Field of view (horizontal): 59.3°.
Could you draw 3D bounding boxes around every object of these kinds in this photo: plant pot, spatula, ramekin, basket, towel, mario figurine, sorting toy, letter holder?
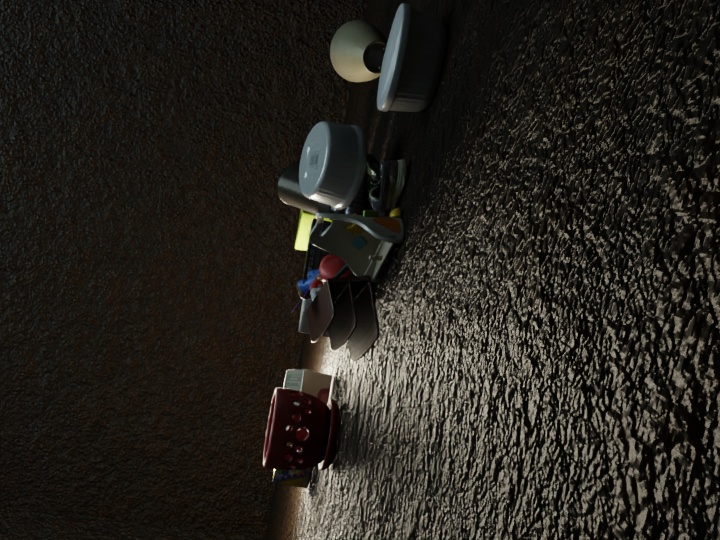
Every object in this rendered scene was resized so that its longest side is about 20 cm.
[{"bbox_3d":[-0.130,-0.194,2.304,0.200,0.178,0.202,109,168,-48],"label":"plant pot"},{"bbox_3d":[-0.078,0.026,1.409,0.199,0.021,0.057,-36,2,-4],"label":"spatula"},{"bbox_3d":[-0.071,-0.253,1.494,0.200,0.096,0.204,-31,54,56],"label":"ramekin"},{"bbox_3d":[0.100,-0.405,1.236,0.202,0.093,0.206,-169,90,-82],"label":"ramekin"},{"bbox_3d":[-0.151,0.418,1.640,0.200,0.179,0.204,-169,90,-83],"label":"plant pot"},{"bbox_3d":[-0.110,-0.221,1.808,0.199,0.179,0.138,28,114,38],"label":"basket"},{"bbox_3d":[-0.011,-0.225,1.646,0.200,0.084,0.168,-21,-57,-77],"label":"towel"},{"bbox_3d":[-0.078,0.034,1.519,0.199,0.105,0.125,-20,56,61],"label":"mario figurine"},{"bbox_3d":[-0.016,-0.075,1.324,0.200,0.177,0.108,117,162,-62],"label":"sorting toy"},{"bbox_3d":[0.020,-0.665,1.949,0.200,0.184,0.190,-127,47,-60],"label":"plant pot"},{"bbox_3d":[-0.041,0.119,1.390,0.200,0.099,0.144,127,136,-60],"label":"letter holder"}]

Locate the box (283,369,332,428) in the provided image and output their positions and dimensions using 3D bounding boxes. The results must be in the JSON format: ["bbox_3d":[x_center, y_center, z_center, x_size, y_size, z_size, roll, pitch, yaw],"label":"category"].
[{"bbox_3d":[-0.174,0.415,1.957,0.127,0.108,0.203,-13,64,56],"label":"box"}]

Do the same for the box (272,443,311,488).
[{"bbox_3d":[-0.217,0.583,2.126,0.200,0.120,0.196,-114,36,-76],"label":"box"}]

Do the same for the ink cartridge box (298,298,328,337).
[{"bbox_3d":[-0.093,0.089,1.789,0.201,0.142,0.085,-89,13,-52],"label":"ink cartridge box"}]

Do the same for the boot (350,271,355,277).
[{"bbox_3d":[0.000,0.000,1.561,0.200,0.067,0.192,-147,57,-81],"label":"boot"}]

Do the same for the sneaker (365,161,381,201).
[{"bbox_3d":[0.044,-0.202,1.472,0.200,0.076,0.090,-79,-1,-84],"label":"sneaker"}]

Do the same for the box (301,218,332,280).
[{"bbox_3d":[-0.073,-0.031,1.750,0.044,0.158,0.203,128,151,-69],"label":"box"}]

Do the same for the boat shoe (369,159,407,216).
[{"bbox_3d":[0.050,-0.162,1.375,0.201,0.064,0.073,109,167,-50],"label":"boat shoe"}]
